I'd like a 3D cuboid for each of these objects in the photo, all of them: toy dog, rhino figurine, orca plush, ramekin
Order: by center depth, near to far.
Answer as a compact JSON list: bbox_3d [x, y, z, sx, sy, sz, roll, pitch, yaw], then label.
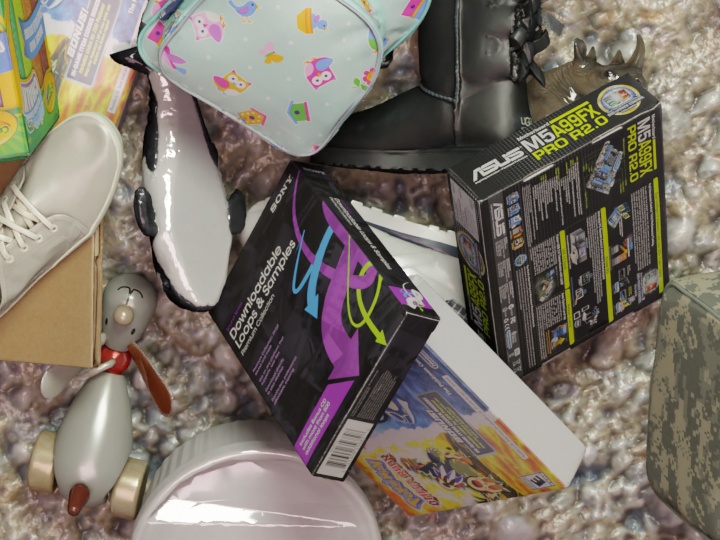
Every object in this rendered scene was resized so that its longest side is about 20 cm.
[{"bbox_3d":[-0.153,-0.066,1.723,0.071,0.105,0.201,-12,102,44],"label":"orca plush"},{"bbox_3d":[0.143,-0.100,1.731,0.200,0.060,0.087,-50,64,14],"label":"rhino figurine"},{"bbox_3d":[-0.206,0.111,1.796,0.131,0.096,0.201,-6,108,3],"label":"toy dog"},{"bbox_3d":[-0.085,0.210,1.814,0.201,0.094,0.204,-2,113,-5],"label":"ramekin"}]

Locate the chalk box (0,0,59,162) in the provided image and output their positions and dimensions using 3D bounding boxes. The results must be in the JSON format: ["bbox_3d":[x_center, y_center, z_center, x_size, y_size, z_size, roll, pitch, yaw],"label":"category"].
[{"bbox_3d":[-0.292,-0.140,1.659,0.123,0.125,0.201,-7,109,5],"label":"chalk box"}]

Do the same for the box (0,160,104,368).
[{"bbox_3d":[-0.291,-0.013,1.762,0.199,0.021,0.165,4,99,15],"label":"box"}]

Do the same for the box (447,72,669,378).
[{"bbox_3d":[0.149,-0.027,1.691,0.160,0.044,0.201,-29,139,-17],"label":"box"}]

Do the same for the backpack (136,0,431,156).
[{"bbox_3d":[-0.046,-0.195,1.632,0.175,0.154,0.200,31,114,-17],"label":"backpack"}]

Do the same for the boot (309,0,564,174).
[{"bbox_3d":[0.054,-0.153,1.711,0.197,0.073,0.164,2,91,31],"label":"boot"}]

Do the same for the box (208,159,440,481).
[{"bbox_3d":[-0.031,0.032,1.653,0.036,0.200,0.143,14,116,-36],"label":"box"}]

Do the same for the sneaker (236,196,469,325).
[{"bbox_3d":[0.000,0.000,1.751,0.199,0.076,0.081,13,70,0],"label":"sneaker"}]

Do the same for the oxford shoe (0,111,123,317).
[{"bbox_3d":[-0.246,-0.033,1.706,0.075,0.058,0.200,44,104,9],"label":"oxford shoe"}]

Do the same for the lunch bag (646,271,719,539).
[{"bbox_3d":[0.321,0.094,1.758,0.167,0.139,0.201,-8,111,-23],"label":"lunch bag"}]

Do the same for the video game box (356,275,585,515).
[{"bbox_3d":[0.040,0.098,1.736,0.200,0.047,0.182,45,146,-22],"label":"video game box"}]

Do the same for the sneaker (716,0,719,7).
[{"bbox_3d":[0.283,-0.285,1.652,0.080,0.076,0.201,12,99,-30],"label":"sneaker"}]

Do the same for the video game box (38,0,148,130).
[{"bbox_3d":[-0.241,-0.206,1.723,0.181,0.047,0.201,20,108,-3],"label":"video game box"}]
